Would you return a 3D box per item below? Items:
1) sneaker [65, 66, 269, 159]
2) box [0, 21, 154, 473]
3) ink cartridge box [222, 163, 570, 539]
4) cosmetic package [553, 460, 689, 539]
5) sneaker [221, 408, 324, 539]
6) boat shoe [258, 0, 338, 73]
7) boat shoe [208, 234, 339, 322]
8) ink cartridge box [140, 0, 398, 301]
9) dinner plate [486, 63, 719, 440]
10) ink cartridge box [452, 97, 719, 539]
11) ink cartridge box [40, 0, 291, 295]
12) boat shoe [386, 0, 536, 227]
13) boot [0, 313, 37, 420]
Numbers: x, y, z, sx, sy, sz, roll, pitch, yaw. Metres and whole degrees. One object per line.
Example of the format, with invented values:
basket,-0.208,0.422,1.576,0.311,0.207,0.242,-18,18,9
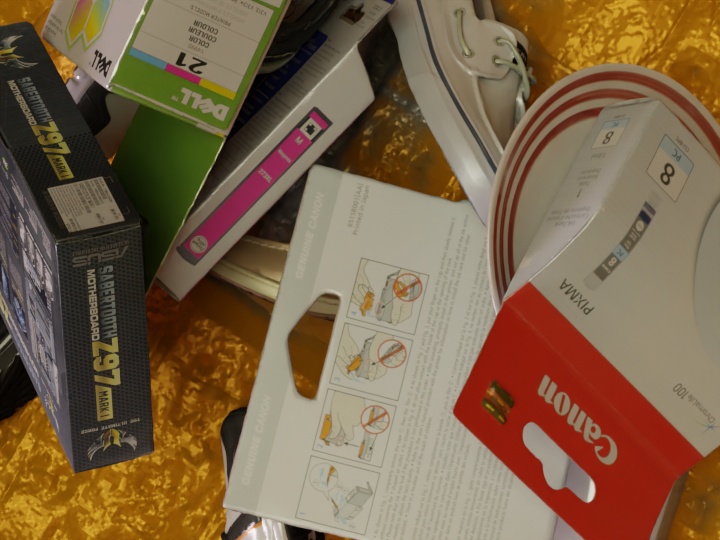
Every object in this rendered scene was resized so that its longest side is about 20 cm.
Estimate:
sneaker,-0.095,-0.121,1.497,0.200,0.074,0.080,-44,81,11
box,-0.165,-0.015,1.394,0.051,0.158,0.200,-13,40,-17
ink cartridge box,0.033,0.059,1.401,0.173,0.044,0.200,14,76,0
cosmetic package,0.079,0.105,1.457,0.200,0.051,0.083,18,94,15
sneaker,-0.058,0.178,1.474,0.080,0.074,0.200,-13,85,17
boat shoe,-0.018,-0.203,1.446,0.074,0.066,0.199,35,70,-8
boat shoe,0.000,0.000,1.474,0.200,0.071,0.065,16,89,5
ink cartridge box,-0.051,-0.073,1.436,0.037,0.095,0.200,42,90,-18
dinner plate,0.137,-0.010,1.390,0.024,0.200,0.200,-4,88,50
ink cartridge box,0.148,0.037,1.351,0.047,0.160,0.200,-6,48,49
ink cartridge box,-0.123,-0.099,1.392,0.076,0.148,0.200,23,96,-26
boat shoe,0.061,-0.111,1.417,0.067,0.074,0.200,-26,49,6
boot,-0.271,0.030,1.538,0.211,0.079,0.158,-41,79,11
